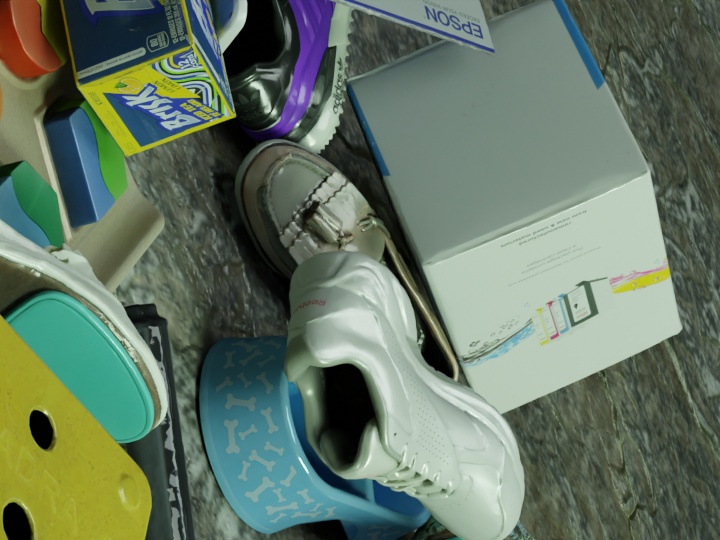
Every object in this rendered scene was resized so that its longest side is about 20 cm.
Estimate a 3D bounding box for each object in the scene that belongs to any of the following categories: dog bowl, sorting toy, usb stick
[{"bbox_3d":[-0.018,0.097,1.328,0.200,0.049,0.112,30,48,-57],"label":"dog bowl"},{"bbox_3d":[-0.167,-0.072,1.137,0.200,0.036,0.185,64,26,-19],"label":"sorting toy"},{"bbox_3d":[-0.101,0.117,1.111,0.033,0.055,0.201,-3,84,-42],"label":"usb stick"}]

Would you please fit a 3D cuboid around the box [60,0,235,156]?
[{"bbox_3d":[-0.120,-0.162,1.203,0.070,0.064,0.200,60,12,-56],"label":"box"}]

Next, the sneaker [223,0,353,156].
[{"bbox_3d":[-0.054,-0.168,1.395,0.099,0.069,0.201,40,40,-46],"label":"sneaker"}]

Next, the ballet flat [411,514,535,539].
[{"bbox_3d":[0.073,0.166,1.446,0.200,0.074,0.074,56,26,-61],"label":"ballet flat"}]

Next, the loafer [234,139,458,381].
[{"bbox_3d":[0.000,0.000,1.383,0.072,0.063,0.200,-49,131,-15],"label":"loafer"}]

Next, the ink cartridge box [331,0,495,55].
[{"bbox_3d":[-0.024,-0.221,1.371,0.197,0.047,0.201,14,54,-37],"label":"ink cartridge box"}]

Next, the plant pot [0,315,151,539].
[{"bbox_3d":[-0.188,0.108,0.812,0.200,0.176,0.200,53,32,-37],"label":"plant pot"}]

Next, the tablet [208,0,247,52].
[{"bbox_3d":[-0.096,-0.196,1.275,0.014,0.130,0.201,5,66,-27],"label":"tablet"}]

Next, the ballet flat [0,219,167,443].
[{"bbox_3d":[-0.158,0.001,1.048,0.200,0.069,0.070,38,40,-31],"label":"ballet flat"}]

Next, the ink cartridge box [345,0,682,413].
[{"bbox_3d":[0.098,-0.035,1.444,0.200,0.144,0.147,67,0,-58],"label":"ink cartridge box"}]

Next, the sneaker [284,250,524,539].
[{"bbox_3d":[0.015,0.090,1.271,0.200,0.078,0.099,50,39,-24],"label":"sneaker"}]
